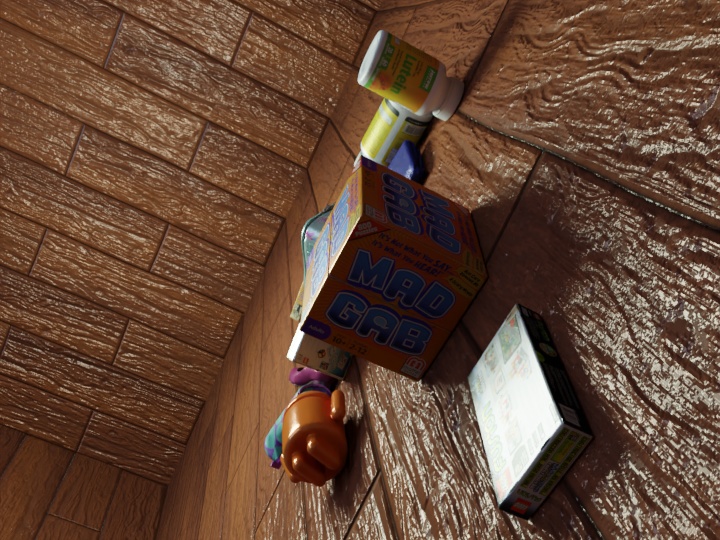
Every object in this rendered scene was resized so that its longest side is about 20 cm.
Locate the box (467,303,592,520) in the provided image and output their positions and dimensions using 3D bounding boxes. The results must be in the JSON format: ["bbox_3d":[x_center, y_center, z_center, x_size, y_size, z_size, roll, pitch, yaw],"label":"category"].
[{"bbox_3d":[0.162,0.133,0.755,0.201,0.034,0.112,-92,28,-61],"label":"box"}]

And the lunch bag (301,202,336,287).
[{"bbox_3d":[-0.052,-0.034,1.528,0.159,0.076,0.205,-34,-47,-39],"label":"lunch bag"}]

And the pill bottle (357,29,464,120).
[{"bbox_3d":[0.102,-0.378,1.484,0.112,0.196,0.112,-59,15,27],"label":"pill bottle"}]

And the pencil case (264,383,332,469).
[{"bbox_3d":[-0.125,0.312,1.506,0.094,0.083,0.201,-80,18,-46],"label":"pencil case"}]

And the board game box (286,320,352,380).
[{"bbox_3d":[-0.051,0.098,1.467,0.034,0.124,0.204,19,85,59],"label":"board game box"}]

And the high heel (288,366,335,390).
[{"bbox_3d":[-0.098,0.210,1.603,0.199,0.066,0.099,17,93,62],"label":"high heel"}]

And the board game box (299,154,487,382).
[{"bbox_3d":[0.042,-0.006,1.107,0.202,0.196,0.201,-60,15,27],"label":"board game box"}]

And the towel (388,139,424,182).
[{"bbox_3d":[0.075,-0.159,1.583,0.202,0.048,0.149,-60,22,27],"label":"towel"}]

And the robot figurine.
[{"bbox_3d":[-0.082,0.288,1.305,0.201,0.113,0.148,-108,19,-71],"label":"robot figurine"}]

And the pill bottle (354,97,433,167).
[{"bbox_3d":[0.069,-0.294,1.669,0.202,0.112,0.116,-58,16,33],"label":"pill bottle"}]

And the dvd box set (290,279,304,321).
[{"bbox_3d":[-0.101,0.019,1.855,0.204,0.029,0.146,-69,-16,15],"label":"dvd box set"}]
